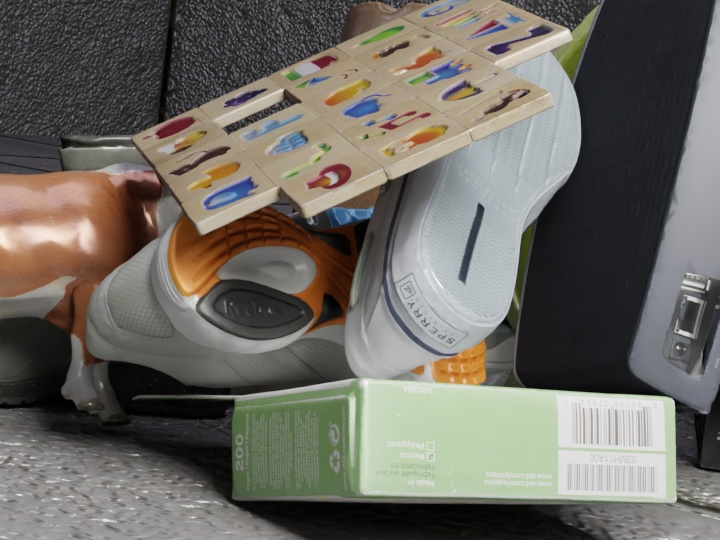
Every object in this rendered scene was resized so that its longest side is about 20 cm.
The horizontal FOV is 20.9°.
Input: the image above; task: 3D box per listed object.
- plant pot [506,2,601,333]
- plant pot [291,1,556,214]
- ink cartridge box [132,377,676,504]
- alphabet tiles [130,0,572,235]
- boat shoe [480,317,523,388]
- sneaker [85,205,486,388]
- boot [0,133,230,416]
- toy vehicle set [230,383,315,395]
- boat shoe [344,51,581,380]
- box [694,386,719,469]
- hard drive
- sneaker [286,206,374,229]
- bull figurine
[{"bbox_3d":[0.198,-0.022,0.934,0.190,0.200,0.200,20,-2,-34],"label":"plant pot"},{"bbox_3d":[0.047,-0.052,1.193,0.200,0.198,0.200,10,-2,0],"label":"plant pot"},{"bbox_3d":[0.011,0.072,0.796,0.145,0.048,0.200,5,-9,-31],"label":"ink cartridge box"},{"bbox_3d":[-0.001,-0.066,0.777,0.167,0.008,0.200,-24,20,-7],"label":"alphabet tiles"},{"bbox_3d":[0.080,0.056,1.006,0.074,0.065,0.202,7,1,22],"label":"boat shoe"},{"bbox_3d":[-0.030,0.018,0.830,0.092,0.076,0.200,-22,-26,39],"label":"sneaker"},{"bbox_3d":[-0.144,-0.005,0.919,0.200,0.131,0.068,5,5,-25],"label":"boot"},{"bbox_3d":[-0.098,0.043,1.034,0.200,0.027,0.124,6,6,-12],"label":"toy vehicle set"},{"bbox_3d":[0.034,-0.032,0.804,0.067,0.074,0.200,-35,15,35],"label":"boat shoe"},{"bbox_3d":[0.263,0.080,1.051,0.160,0.044,0.200,9,6,9],"label":"box"},{"bbox_3d":[0.123,-0.039,0.822,0.042,0.200,0.135,19,-11,-21],"label":"hard drive"},{"bbox_3d":[0.000,0.000,1.050,0.200,0.075,0.087,-6,-14,-39],"label":"sneaker"},{"bbox_3d":[-0.143,0.002,0.850,0.200,0.122,0.065,4,-14,-16],"label":"bull figurine"}]
